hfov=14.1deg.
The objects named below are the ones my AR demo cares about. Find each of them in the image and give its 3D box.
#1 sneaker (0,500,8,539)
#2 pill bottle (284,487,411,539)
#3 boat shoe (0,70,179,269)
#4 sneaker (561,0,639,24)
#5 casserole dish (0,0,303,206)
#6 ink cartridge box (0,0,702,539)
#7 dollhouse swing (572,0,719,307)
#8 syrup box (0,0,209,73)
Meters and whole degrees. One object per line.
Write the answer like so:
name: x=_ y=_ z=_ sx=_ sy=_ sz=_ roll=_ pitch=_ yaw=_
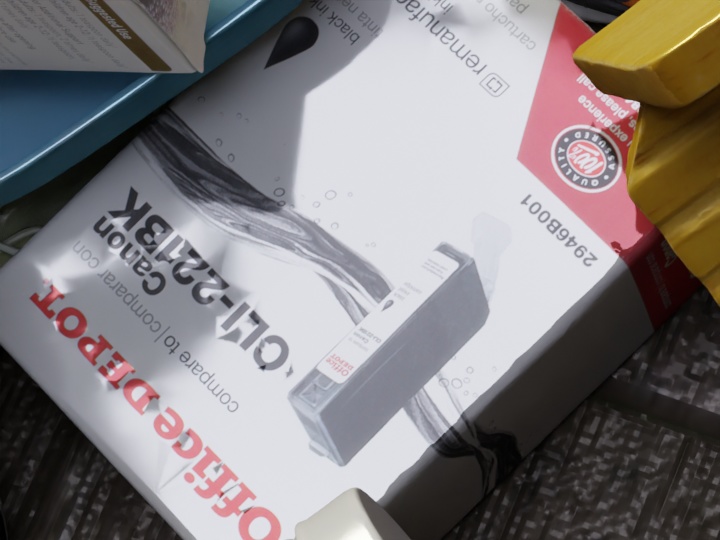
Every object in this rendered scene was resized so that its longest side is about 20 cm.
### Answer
sneaker: x=-0.177 y=0.050 z=0.880 sx=0.112 sy=0.200 sz=0.073 roll=-4 pitch=41 yaw=3
pill bottle: x=-0.056 y=0.152 z=0.804 sx=0.200 sy=0.109 sz=0.109 roll=-37 pitch=67 yaw=3
boat shoe: x=-0.128 y=-0.007 z=0.941 sx=0.200 sy=0.072 sz=0.062 roll=-41 pitch=22 yaw=14
sneaker: x=0.114 y=-0.109 z=0.907 sx=0.200 sy=0.112 sz=0.078 roll=11 pitch=75 yaw=18
casserole dish: x=-0.089 y=-0.093 z=0.903 sx=0.200 sy=0.039 sz=0.121 roll=-34 pitch=62 yaw=3
ink cartridge box: x=0.000 y=0.000 z=0.912 sx=0.200 sy=0.084 sz=0.144 roll=-45 pitch=71 yaw=-2
dollhouse swing: x=0.179 y=-0.003 z=0.760 sx=0.182 sy=0.176 sz=0.200 roll=-36 pitch=106 yaw=17
syrup box: x=-0.143 y=-0.109 z=0.861 sx=0.200 sy=0.081 sz=0.079 roll=2 pitch=73 yaw=21
